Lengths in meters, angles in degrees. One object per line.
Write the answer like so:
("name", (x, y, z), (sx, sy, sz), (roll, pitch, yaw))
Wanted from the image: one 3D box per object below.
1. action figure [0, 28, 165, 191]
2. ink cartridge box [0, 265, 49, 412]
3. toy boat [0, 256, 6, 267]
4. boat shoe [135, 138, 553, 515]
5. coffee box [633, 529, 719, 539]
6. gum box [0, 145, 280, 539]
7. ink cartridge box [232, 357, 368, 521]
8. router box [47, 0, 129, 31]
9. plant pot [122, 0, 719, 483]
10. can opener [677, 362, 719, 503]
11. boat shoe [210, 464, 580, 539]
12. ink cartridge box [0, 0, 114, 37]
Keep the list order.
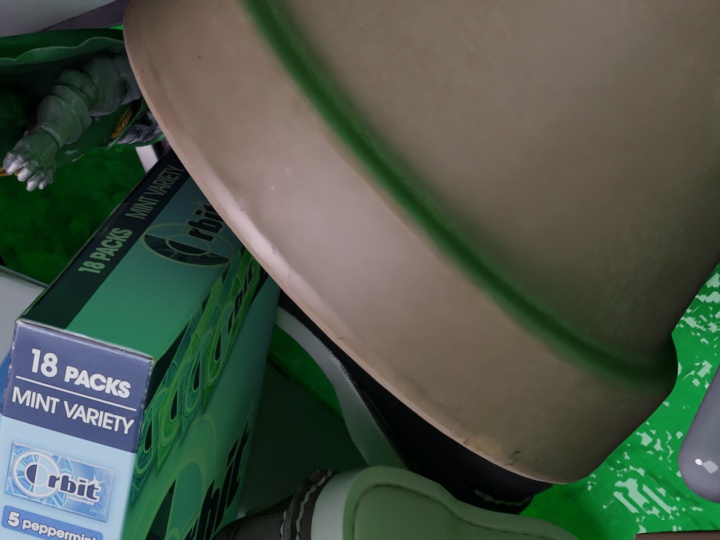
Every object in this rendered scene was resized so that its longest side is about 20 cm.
("action figure", (-0.119, -0.039, 0.845), (0.118, 0.200, 0.055), (-23, 86, 38))
("ink cartridge box", (-0.150, 0.103, 0.911), (0.084, 0.145, 0.200), (19, 146, 12))
("toy boat", (-0.200, 0.002, 1.042), (0.130, 0.131, 0.200), (27, 138, -18))
("boat shoe", (0.000, 0.000, 0.977), (0.060, 0.074, 0.200), (-29, 102, 33))
("coffee box", (0.168, 0.134, 0.887), (0.114, 0.200, 0.080), (-5, 72, 27))
("gum box", (-0.072, 0.077, 0.895), (0.044, 0.170, 0.200), (15, 113, 8))
("ink cartridge box", (-0.097, 0.112, 1.069), (0.147, 0.083, 0.200), (42, 123, 1))
("router box", (-0.158, -0.148, 0.990), (0.200, 0.052, 0.157), (-10, 108, 29))
("plant pot", (0.061, -0.065, 0.866), (0.175, 0.200, 0.200), (-42, 92, 16))
("can opener", (0.150, -0.022, 0.852), (0.053, 0.066, 0.200), (24, 83, 21))
("boat shoe", (0.028, 0.116, 0.972), (0.059, 0.200, 0.072), (-14, 63, 31))
("ink cartridge box", (-0.169, -0.128, 0.887), (0.200, 0.085, 0.145), (-18, 70, 28))
